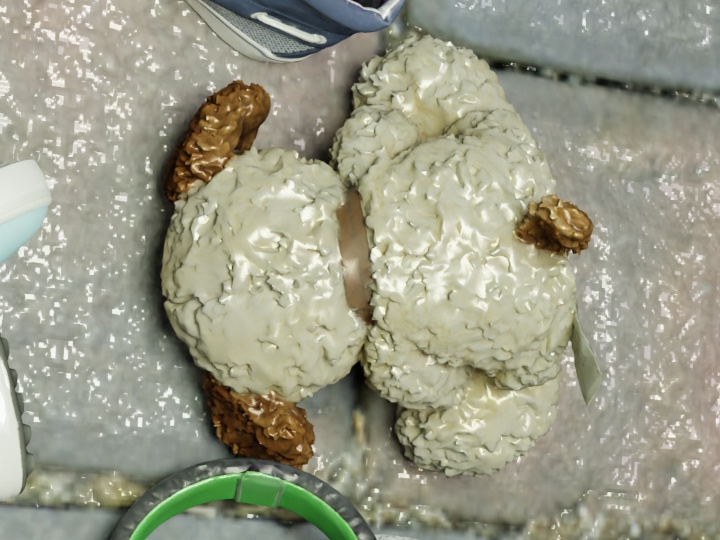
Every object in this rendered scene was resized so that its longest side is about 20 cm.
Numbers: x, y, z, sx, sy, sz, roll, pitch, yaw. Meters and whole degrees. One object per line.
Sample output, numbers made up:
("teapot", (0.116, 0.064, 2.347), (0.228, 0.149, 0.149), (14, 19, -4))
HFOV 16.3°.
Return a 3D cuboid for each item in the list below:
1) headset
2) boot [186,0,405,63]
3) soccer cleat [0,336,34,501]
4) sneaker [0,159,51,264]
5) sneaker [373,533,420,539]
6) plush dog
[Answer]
("headset", (-0.051, 0.166, 1.016), (0.123, 0.094, 0.201), (9, 62, -4))
("boot", (-0.071, -0.164, 1.062), (0.200, 0.090, 0.073), (34, 68, -25))
("soccer cleat", (-0.187, 0.000, 0.989), (0.073, 0.068, 0.201), (-15, 93, -22))
("sneaker", (-0.185, 0.040, 0.927), (0.200, 0.074, 0.082), (-37, 97, -5))
("sneaker", (0.062, 0.200, 1.119), (0.199, 0.075, 0.114), (26, 72, -22))
("plush dog", (0.000, 0.000, 1.072), (0.171, 0.160, 0.201), (-9, 90, -10))
